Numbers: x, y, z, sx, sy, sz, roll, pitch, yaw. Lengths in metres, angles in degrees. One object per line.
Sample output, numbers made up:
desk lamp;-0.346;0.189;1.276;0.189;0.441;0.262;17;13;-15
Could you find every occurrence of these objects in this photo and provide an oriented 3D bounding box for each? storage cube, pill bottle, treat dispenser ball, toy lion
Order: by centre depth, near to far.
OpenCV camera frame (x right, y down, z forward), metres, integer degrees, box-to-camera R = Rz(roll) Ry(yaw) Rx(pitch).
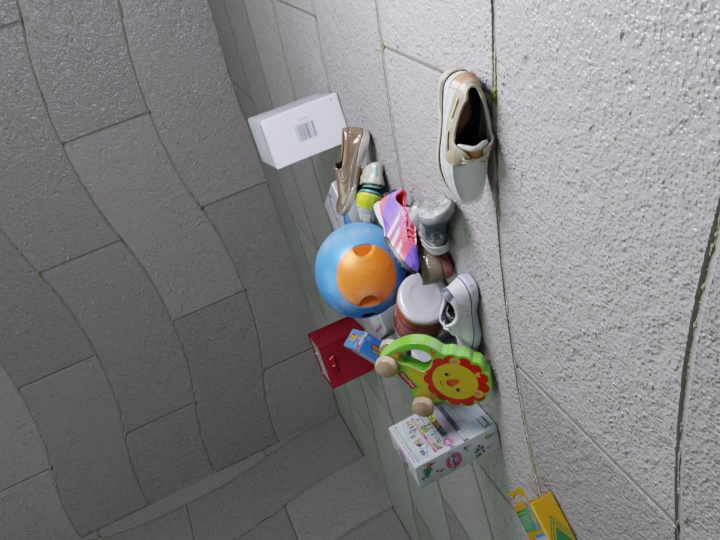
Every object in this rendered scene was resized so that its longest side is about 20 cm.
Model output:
toy lion;0.154;0.198;1.433;0.200;0.190;0.069;47;-144;-21
pill bottle;0.125;0.094;1.547;0.201;0.110;0.114;94;151;-64
treat dispenser ball;0.000;0.000;1.561;0.201;0.198;0.204;157;90;-78
storage cube;-0.069;0.290;2.631;0.200;0.177;0.174;-146;35;-71

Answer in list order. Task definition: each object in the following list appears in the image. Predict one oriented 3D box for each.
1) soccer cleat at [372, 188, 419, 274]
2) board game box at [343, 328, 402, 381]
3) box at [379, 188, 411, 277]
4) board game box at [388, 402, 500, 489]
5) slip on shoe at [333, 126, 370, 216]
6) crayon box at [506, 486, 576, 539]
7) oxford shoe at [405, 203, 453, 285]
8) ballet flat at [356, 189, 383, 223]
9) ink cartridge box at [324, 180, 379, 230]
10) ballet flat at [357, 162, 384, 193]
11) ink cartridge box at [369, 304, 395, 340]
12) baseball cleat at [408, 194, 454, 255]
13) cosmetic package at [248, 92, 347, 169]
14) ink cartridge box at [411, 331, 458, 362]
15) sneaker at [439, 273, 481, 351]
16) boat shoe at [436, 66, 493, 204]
soccer cleat;0.082;-0.079;1.403;0.068;0.073;0.202;38;-157;-41
board game box;0.066;0.235;1.959;0.198;0.057;0.196;32;173;-10
box;0.088;-0.067;1.616;0.201;0.036;0.145;91;154;-65
board game box;0.179;0.359;1.571;0.148;0.197;0.065;-133;22;-59
slip on shoe;-0.033;-0.220;1.610;0.077;0.059;0.203;-105;29;-56
crayon box;0.359;0.501;1.379;0.126;0.051;0.203;97;148;-67
oxford shoe;0.108;-0.055;1.442;0.071;0.074;0.201;76;167;-49
ballet flat;0.020;-0.139;1.648;0.200;0.065;0.069;-74;-3;-89
ink cartridge box;-0.021;-0.144;1.850;0.200;0.084;0.149;130;117;-75
ballet flat;0.017;-0.209;1.659;0.200;0.066;0.064;180;96;-74
ink cartridge box;0.052;0.066;1.902;0.146;0.081;0.203;116;131;-75
baseball cleat;0.141;-0.080;1.307;0.108;0.069;0.200;63;179;-9
cosmetic package;-0.154;-0.348;1.797;0.200;0.196;0.125;-141;31;-67
ink cartridge box;0.169;0.219;1.584;0.051;0.107;0.202;58;165;36
sneaker;0.182;0.089;1.378;0.073;0.070;0.202;-125;16;-45
boat shoe;0.149;-0.179;1.032;0.069;0.073;0.203;-121;15;-57
